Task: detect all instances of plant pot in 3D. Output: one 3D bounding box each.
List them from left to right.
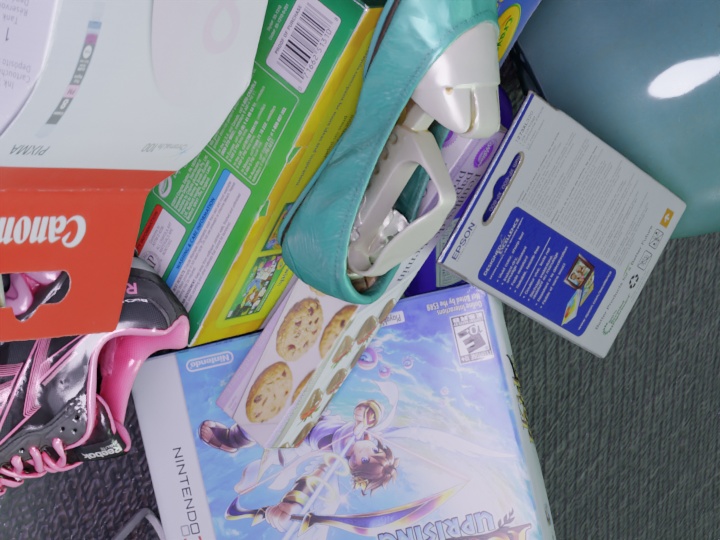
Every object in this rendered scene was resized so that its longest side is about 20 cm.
[{"bbox_3d":[0.176,-0.109,1.567,0.160,0.201,0.201,-23,155,-1],"label":"plant pot"}]

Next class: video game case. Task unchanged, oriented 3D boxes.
[{"bbox_3d":[-0.006,0.114,1.462,0.199,0.183,0.045,-13,180,10],"label":"video game case"}]

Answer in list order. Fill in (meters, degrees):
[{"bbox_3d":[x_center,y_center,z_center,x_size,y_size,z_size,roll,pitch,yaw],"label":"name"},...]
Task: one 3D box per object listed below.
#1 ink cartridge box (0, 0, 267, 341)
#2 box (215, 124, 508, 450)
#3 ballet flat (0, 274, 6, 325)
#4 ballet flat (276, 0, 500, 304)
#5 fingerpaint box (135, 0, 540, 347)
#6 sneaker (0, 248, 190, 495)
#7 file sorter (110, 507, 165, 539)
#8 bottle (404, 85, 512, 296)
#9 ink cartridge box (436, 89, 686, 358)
[{"bbox_3d":[-0.109,-0.063,1.196,0.162,0.057,0.202,-3,104,-61],"label":"ink cartridge box"},{"bbox_3d":[0.000,0.000,1.400,0.201,0.041,0.039,-55,157,14],"label":"box"},{"bbox_3d":[-0.188,0.021,1.231,0.072,0.072,0.201,-24,146,-47],"label":"ballet flat"},{"bbox_3d":[0.028,-0.067,1.311,0.067,0.070,0.201,-15,138,-53],"label":"ballet flat"},{"bbox_3d":[-0.019,-0.072,1.401,0.166,0.073,0.201,-13,138,-55],"label":"fingerpaint box"},{"bbox_3d":[-0.158,0.069,1.331,0.200,0.095,0.079,-51,159,3],"label":"sneaker"},{"bbox_3d":[-0.026,0.160,1.559,0.199,0.125,0.139,-25,-177,10],"label":"file sorter"},{"bbox_3d":[0.050,-0.058,1.566,0.083,0.065,0.200,-42,156,-22],"label":"bottle"},{"bbox_3d":[0.095,-0.025,1.412,0.095,0.037,0.200,-61,150,0],"label":"ink cartridge box"}]
